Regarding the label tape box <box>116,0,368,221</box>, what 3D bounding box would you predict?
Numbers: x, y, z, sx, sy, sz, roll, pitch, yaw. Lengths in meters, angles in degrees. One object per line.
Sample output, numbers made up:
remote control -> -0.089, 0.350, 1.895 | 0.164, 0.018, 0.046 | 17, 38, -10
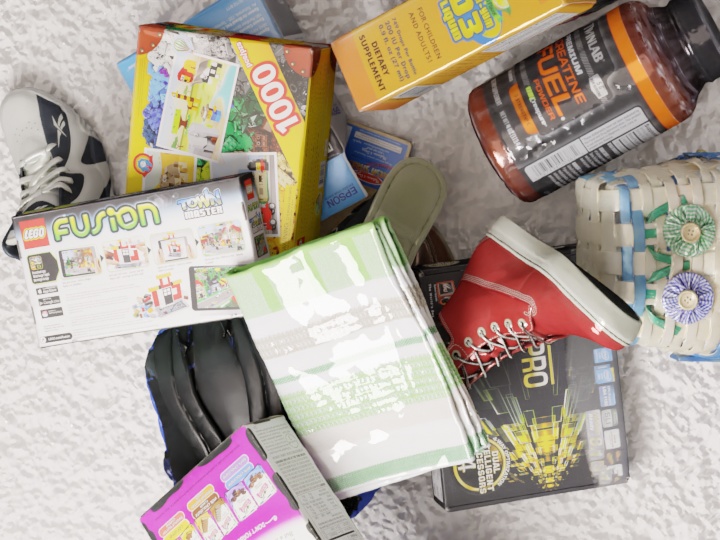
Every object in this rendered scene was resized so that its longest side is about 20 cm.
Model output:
label tape box -> -0.093, -0.123, 1.546 | 0.143, 0.066, 0.201 | -28, 93, 17

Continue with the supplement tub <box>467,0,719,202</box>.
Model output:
supplement tub -> 0.192, -0.143, 1.454 | 0.199, 0.107, 0.107 | -29, 89, 17

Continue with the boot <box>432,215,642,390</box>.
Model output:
boot -> 0.118, 0.052, 1.377 | 0.072, 0.200, 0.145 | 38, 89, -29

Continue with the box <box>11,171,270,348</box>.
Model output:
box -> -0.171, -0.007, 1.454 | 0.199, 0.035, 0.111 | -8, 98, 17

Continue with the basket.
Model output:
basket -> 0.271, -0.008, 1.443 | 0.199, 0.139, 0.178 | -4, 97, -19

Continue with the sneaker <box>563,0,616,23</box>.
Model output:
sneaker -> 0.127, -0.233, 1.474 | 0.199, 0.080, 0.087 | -18, 91, 17

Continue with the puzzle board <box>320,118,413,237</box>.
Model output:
puzzle board -> -0.066, -0.071, 1.586 | 0.199, 0.017, 0.152 | 20, 102, 12

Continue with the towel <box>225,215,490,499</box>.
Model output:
towel -> -0.005, 0.072, 1.390 | 0.149, 0.031, 0.201 | -20, 103, 25

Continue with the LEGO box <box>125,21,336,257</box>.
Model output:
LEGO box -> -0.107, -0.091, 1.481 | 0.148, 0.077, 0.201 | 8, 102, 13

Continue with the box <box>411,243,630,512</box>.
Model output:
box -> 0.130, 0.086, 1.504 | 0.160, 0.049, 0.201 | -7, 96, -11

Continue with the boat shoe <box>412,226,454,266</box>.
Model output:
boat shoe -> 0.045, 0.056, 1.542 | 0.075, 0.072, 0.201 | -3, 97, 16

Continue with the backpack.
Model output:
backpack -> -0.087, 0.115, 1.536 | 0.162, 0.168, 0.201 | -20, 95, 13

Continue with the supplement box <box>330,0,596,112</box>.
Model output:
supplement box -> 0.079, -0.193, 1.432 | 0.199, 0.069, 0.067 | -26, 84, 26

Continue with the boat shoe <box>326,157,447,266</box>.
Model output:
boat shoe -> -0.002, -0.002, 1.482 | 0.074, 0.066, 0.200 | 31, 70, -5

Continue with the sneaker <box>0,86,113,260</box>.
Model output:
sneaker -> -0.271, -0.066, 1.586 | 0.079, 0.130, 0.200 | -22, 91, 17

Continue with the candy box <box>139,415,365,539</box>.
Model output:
candy box -> -0.063, 0.232, 1.411 | 0.136, 0.061, 0.201 | -42, 73, 28
